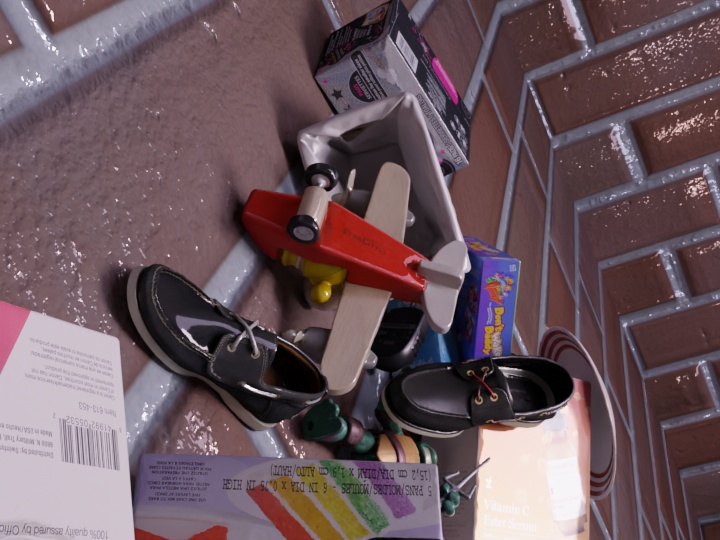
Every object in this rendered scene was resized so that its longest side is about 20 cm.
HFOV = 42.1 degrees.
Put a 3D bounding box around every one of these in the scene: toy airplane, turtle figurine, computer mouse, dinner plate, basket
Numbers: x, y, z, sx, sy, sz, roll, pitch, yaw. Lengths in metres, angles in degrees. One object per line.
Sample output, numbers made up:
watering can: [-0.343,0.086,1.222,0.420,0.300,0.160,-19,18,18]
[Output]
toy airplane: [0.000,0.000,0.877,0.199,0.141,0.200,-19,76,-37]
turtle figurine: [0.034,0.173,0.874,0.199,0.101,0.150,8,45,-49]
computer mouse: [0.066,0.041,1.061,0.200,0.058,0.034,-58,136,-36]
dinner plate: [0.253,0.161,1.075,0.200,0.024,0.202,170,-90,-81]
basket: [0.031,-0.071,1.013,0.123,0.135,0.201,9,63,-80]

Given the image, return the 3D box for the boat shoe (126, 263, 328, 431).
boat shoe: [-0.096,0.052,0.697,0.200,0.067,0.072,48,33,-44]

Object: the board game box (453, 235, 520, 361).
board game box: [0.138,0.037,1.142,0.200,0.044,0.135,-128,-138,-77]

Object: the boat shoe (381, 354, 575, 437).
boat shoe: [0.112,0.111,0.875,0.200,0.063,0.074,4,54,-31]

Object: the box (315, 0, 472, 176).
box: [0.046,-0.219,1.196,0.200,0.114,0.133,52,28,-27]

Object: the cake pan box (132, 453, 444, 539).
cake pan box: [-0.040,0.202,0.546,0.052,0.198,0.185,103,-11,-54]

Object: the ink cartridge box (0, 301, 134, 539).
ink cartridge box: [-0.174,0.120,0.413,0.145,0.084,0.201,32,43,-59]

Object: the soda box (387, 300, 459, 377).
soda box: [0.073,0.055,1.120,0.068,0.064,0.201,48,31,-47]

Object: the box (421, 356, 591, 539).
box: [0.151,0.208,0.982,0.151,0.106,0.201,14,71,-27]

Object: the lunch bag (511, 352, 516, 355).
lunch bag: [0.178,0.205,1.174,0.200,0.127,0.171,-23,94,-60]
